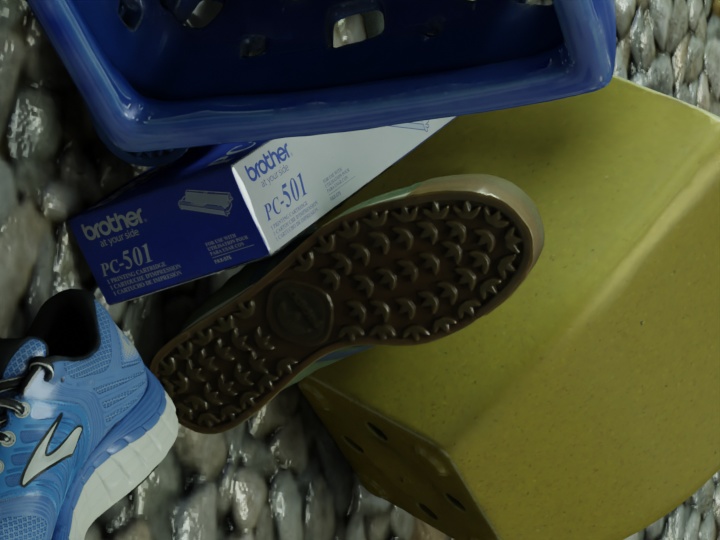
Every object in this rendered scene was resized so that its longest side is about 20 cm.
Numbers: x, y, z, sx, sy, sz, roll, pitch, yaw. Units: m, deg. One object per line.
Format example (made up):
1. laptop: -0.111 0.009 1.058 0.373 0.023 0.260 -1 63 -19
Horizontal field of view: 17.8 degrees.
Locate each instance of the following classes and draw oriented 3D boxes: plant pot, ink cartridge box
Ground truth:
1. plant pot: -0.018 -0.179 0.818 0.180 0.200 0.200 -76 151 -42
2. ink cartridge box: -0.034 -0.051 1.024 0.200 0.094 0.044 -40 109 -54
3. plant pot: 0.079 0.029 1.143 0.200 0.195 0.194 -48 138 -17

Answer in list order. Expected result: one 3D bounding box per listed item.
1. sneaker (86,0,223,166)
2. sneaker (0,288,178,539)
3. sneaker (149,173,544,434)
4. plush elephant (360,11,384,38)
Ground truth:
1. sneaker: -0.094 -0.146 0.958 0.078 0.070 0.200 -49 134 -67
2. sneaker: -0.143 0.076 0.876 0.089 0.078 0.200 67 29 -24
3. sneaker: 0.000 0.000 1.006 0.067 0.200 0.090 56 30 -11
4. plush elephant: -0.002 -0.169 1.037 0.165 0.200 0.155 18 99 -58
